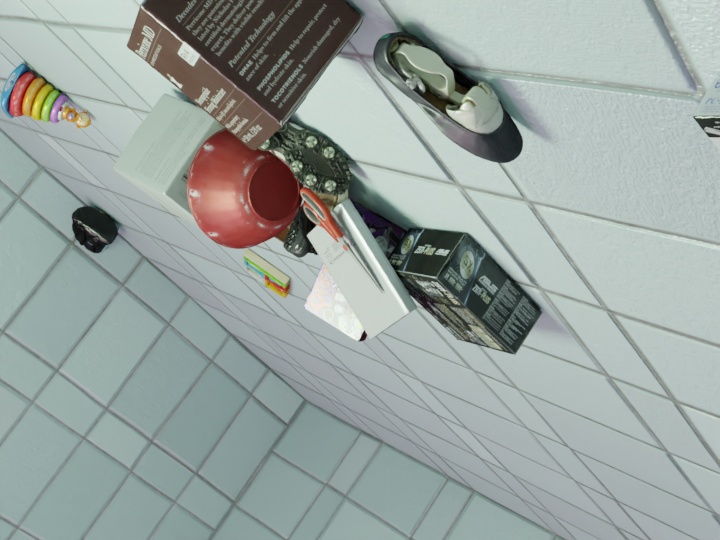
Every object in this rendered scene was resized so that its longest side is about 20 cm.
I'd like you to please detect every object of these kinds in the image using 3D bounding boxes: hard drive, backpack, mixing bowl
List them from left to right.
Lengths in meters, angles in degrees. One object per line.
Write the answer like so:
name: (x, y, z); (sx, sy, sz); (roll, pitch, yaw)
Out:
backpack: (-0.880, -0.132, 3.649); (0.163, 0.154, 0.200); (34, 145, -5)
mixing bowl: (-0.166, -0.129, 1.761); (0.200, 0.201, 0.108); (44, 161, -32)
hard drive: (0.000, 0.000, 1.755); (0.201, 0.027, 0.132); (58, 145, 5)

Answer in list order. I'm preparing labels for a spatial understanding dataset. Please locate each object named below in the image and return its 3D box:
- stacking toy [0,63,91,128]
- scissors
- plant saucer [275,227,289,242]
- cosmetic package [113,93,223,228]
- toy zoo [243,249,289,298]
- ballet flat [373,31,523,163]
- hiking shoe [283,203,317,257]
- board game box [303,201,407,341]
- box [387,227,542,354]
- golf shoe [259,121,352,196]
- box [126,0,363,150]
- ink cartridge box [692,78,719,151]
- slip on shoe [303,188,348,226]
stacking toy: (-0.705, -0.373, 2.502); (0.199, 0.117, 0.110); (24, 169, -1)
scissors: (-0.029, -0.048, 1.708); (0.200, 0.014, 0.073); (49, 158, 17)
plant saucer: (-0.174, -0.106, 2.205); (0.199, 0.035, 0.200); (33, 167, 9)
cosmetic package: (-0.287, -0.179, 1.909); (0.199, 0.165, 0.165); (27, 170, 48)
toy zoo: (-0.236, 0.012, 2.773); (0.131, 0.021, 0.200); (35, 167, 5)
ballet flat: (0.098, -0.190, 1.191); (0.200, 0.073, 0.073); (39, 166, -1)
hiking shoe: (-0.075, -0.063, 1.957); (0.100, 0.076, 0.200); (26, -162, -6)
board game box: (-0.005, 0.002, 1.826); (0.120, 0.201, 0.032); (31, -165, 24)
box: (0.158, 0.030, 1.731); (0.200, 0.086, 0.163); (42, 165, -25)
golf shoe: (-0.096, -0.191, 1.691); (0.199, 0.077, 0.088); (35, -168, -6)
box: (-0.136, -0.274, 1.270); (0.200, 0.165, 0.166); (38, 166, -11)
ink cartridge box: (0.366, -0.108, 0.858); (0.094, 0.044, 0.199); (41, 165, -28)
slip on shoe: (-0.066, -0.108, 1.808); (0.200, 0.060, 0.077); (130, 125, -74)
